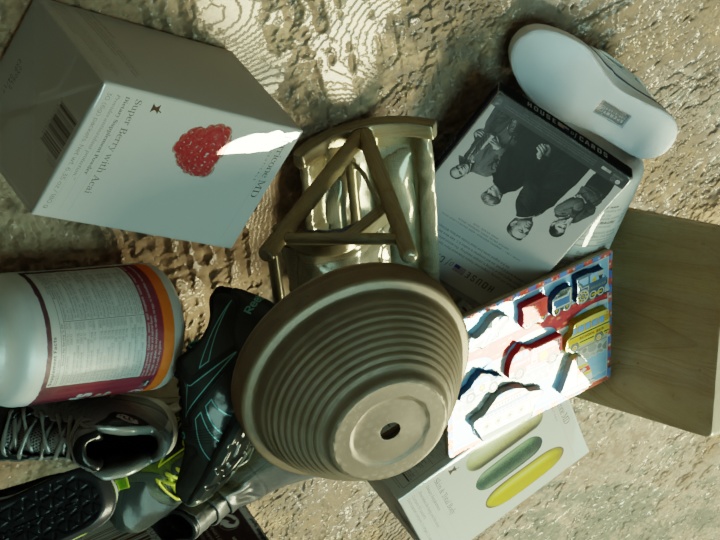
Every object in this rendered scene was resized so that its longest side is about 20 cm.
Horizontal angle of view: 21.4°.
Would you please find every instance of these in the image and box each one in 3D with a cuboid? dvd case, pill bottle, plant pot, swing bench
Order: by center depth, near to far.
[{"bbox_3d":[0.006,0.099,1.514,0.201,0.093,0.201,-15,129,-19],"label":"plant pot"},{"bbox_3d":[-0.252,0.053,1.547,0.200,0.110,0.110,-5,131,-37],"label":"pill bottle"},{"bbox_3d":[0.000,0.000,1.653,0.130,0.200,0.199,1,128,8],"label":"swing bench"},{"bbox_3d":[0.129,-0.058,1.741,0.150,0.025,0.200,32,121,-13],"label":"dvd case"},{"bbox_3d":[0.185,-0.039,1.829,0.114,0.114,0.200,-7,132,-36],"label":"pill bottle"}]

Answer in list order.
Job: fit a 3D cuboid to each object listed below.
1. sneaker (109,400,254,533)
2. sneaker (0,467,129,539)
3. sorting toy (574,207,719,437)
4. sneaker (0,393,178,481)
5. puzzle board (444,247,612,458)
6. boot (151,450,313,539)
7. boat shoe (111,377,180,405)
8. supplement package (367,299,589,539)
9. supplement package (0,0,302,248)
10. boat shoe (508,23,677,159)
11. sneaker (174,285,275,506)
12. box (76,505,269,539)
[{"bbox_3d":[-0.147,0.156,1.659,0.074,0.085,0.200,36,95,-36],"label":"sneaker"},{"bbox_3d":[-0.294,0.220,1.636,0.200,0.072,0.083,-15,179,2],"label":"sneaker"},{"bbox_3d":[0.293,0.040,1.857,0.070,0.200,0.199,-7,105,-40],"label":"sorting toy"},{"bbox_3d":[-0.251,0.133,1.575,0.200,0.115,0.075,1,98,-5],"label":"sneaker"},{"bbox_3d":[0.160,0.078,1.781,0.200,0.017,0.151,-23,126,-27],"label":"puzzle board"},{"bbox_3d":[-0.109,0.195,1.716,0.132,0.070,0.200,-35,179,-33],"label":"boot"},{"bbox_3d":[-0.161,0.126,1.731,0.200,0.075,0.062,-6,130,-36],"label":"boat shoe"},{"bbox_3d":[0.097,0.159,1.925,0.200,0.151,0.152,-36,142,-7],"label":"supplement package"},{"bbox_3d":[-0.169,-0.108,1.445,0.200,0.120,0.121,9,120,-46],"label":"supplement package"},{"bbox_3d":[0.207,-0.171,1.756,0.200,0.065,0.074,35,111,-31],"label":"boat shoe"},{"bbox_3d":[-0.117,0.103,1.580,0.200,0.079,0.075,-65,168,20],"label":"sneaker"},{"bbox_3d":[-0.179,0.321,1.839,0.164,0.166,0.200,-23,141,-22],"label":"box"}]
